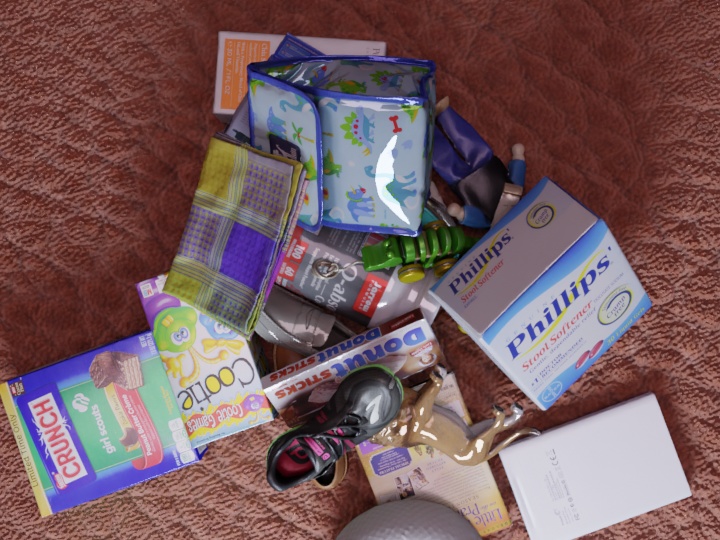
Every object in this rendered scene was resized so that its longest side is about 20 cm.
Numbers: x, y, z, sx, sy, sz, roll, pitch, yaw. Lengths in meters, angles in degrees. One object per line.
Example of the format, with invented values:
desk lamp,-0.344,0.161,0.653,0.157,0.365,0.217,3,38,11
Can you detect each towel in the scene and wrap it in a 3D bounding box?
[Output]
towel,-0.139,-0.042,1.093,0.144,0.023,0.200,27,102,31

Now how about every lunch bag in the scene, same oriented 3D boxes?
lunch bag,-0.024,-0.137,1.087,0.200,0.128,0.170,7,125,9

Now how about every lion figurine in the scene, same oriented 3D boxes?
lion figurine,0.098,0.184,1.175,0.200,0.072,0.123,30,106,-4

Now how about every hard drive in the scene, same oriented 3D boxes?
hard drive,0.283,0.244,1.224,0.200,0.025,0.132,-20,90,1

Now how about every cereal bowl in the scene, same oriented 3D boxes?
cereal bowl,0.060,0.372,1.171,0.200,0.083,0.200,-2,107,-5

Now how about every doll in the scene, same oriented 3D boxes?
doll,0.145,-0.115,1.215,0.136,0.048,0.200,-37,90,-22

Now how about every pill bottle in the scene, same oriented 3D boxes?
pill bottle,0.000,0.000,1.185,0.200,0.116,0.116,25,90,1

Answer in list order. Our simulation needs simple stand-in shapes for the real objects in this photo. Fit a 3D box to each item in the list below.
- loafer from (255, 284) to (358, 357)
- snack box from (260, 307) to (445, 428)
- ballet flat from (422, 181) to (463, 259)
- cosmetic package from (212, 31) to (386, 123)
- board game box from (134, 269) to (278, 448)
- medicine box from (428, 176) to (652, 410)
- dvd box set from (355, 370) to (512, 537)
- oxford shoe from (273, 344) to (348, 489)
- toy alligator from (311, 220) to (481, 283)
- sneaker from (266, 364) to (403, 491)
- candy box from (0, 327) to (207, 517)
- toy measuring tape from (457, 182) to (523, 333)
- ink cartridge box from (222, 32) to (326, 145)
loafer,-0.057,0.068,1.179,0.200,0.070,0.070,35,47,-22
snack box,-0.008,0.111,1.145,0.200,0.024,0.072,-24,126,5
ballet flat,0.054,-0.093,1.210,0.200,0.072,0.072,36,90,-8
cosmetic package,-0.071,-0.225,1.211,0.200,0.071,0.102,3,89,0
board game box,-0.176,0.093,1.194,0.105,0.103,0.200,-20,89,1
medicine box,0.207,0.030,1.136,0.182,0.200,0.103,-45,48,1
dvd box set,0.081,0.240,1.225,0.146,0.029,0.200,-22,89,1
oxford shoe,-0.057,0.165,1.209,0.071,0.071,0.200,-18,88,3
toy alligator,0.046,-0.022,1.109,0.200,0.054,0.059,-9,70,-13
sneaker,-0.028,0.182,1.116,0.077,0.084,0.200,43,109,-7
candy box,-0.307,0.177,1.209,0.200,0.077,0.169,-20,90,2
toy measuring tape,0.151,-0.017,1.192,0.073,0.074,0.200,15,113,1
ink cartridge box,-0.086,-0.162,1.165,0.119,0.042,0.200,28,121,-16
